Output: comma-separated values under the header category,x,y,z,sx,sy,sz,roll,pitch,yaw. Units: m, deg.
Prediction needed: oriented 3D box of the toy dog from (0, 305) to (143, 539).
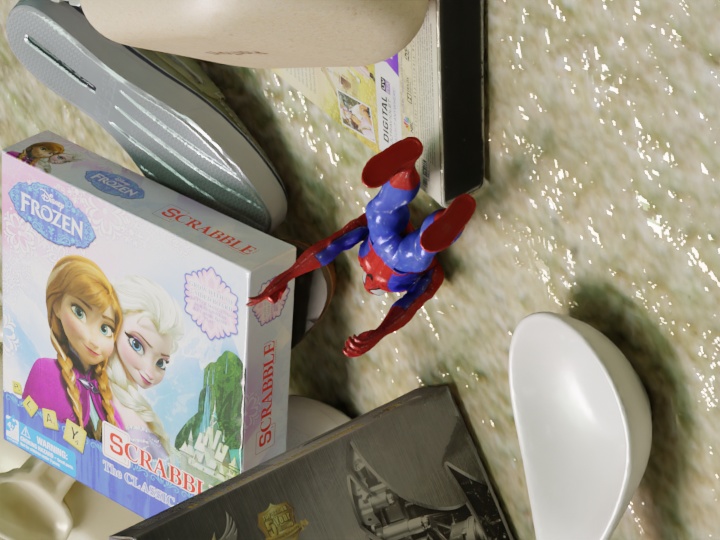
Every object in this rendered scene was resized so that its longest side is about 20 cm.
category,x,y,z,sx,sy,sz,roll,pitch,yaw
toy dog,-0.221,0.102,1.980,0.200,0.140,0.194,33,176,46

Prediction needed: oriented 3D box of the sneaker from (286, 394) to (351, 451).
category,x,y,z,sx,sy,sz,roll,pitch,yaw
sneaker,-0.009,0.156,1.656,0.201,0.080,0.071,53,154,26

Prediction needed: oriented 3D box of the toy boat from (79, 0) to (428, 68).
category,x,y,z,sx,sy,sz,roll,pitch,yaw
toy boat,-0.044,-0.166,1.352,0.200,0.130,0.132,5,87,59

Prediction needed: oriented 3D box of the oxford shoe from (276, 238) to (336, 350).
category,x,y,z,sx,sy,sz,roll,pitch,yaw
oxford shoe,-0.070,0.024,1.679,0.200,0.071,0.072,-29,87,49

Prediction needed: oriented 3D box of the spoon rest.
category,x,y,z,sx,sy,sz,roll,pitch,yaw
spoon rest,0.114,0.114,1.406,0.099,0.060,0.201,18,129,56

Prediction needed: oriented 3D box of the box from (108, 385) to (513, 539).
category,x,y,z,sx,sy,sz,roll,pitch,yaw
box,-0.013,0.173,1.539,0.048,0.199,0.159,-10,103,67

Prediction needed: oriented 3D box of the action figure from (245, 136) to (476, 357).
category,x,y,z,sx,sy,sz,roll,pitch,yaw
action figure,0.000,0.000,1.446,0.065,0.099,0.200,49,172,6

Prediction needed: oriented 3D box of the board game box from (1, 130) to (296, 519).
category,x,y,z,sx,sy,sz,roll,pitch,yaw
board game box,-0.126,0.045,1.663,0.199,0.041,0.201,24,125,34

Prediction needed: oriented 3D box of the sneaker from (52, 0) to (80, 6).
category,x,y,z,sx,sy,sz,roll,pitch,yaw
sneaker,-0.158,-0.203,1.637,0.200,0.076,0.081,25,122,51

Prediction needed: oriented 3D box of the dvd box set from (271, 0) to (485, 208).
category,x,y,z,sx,sy,sz,roll,pitch,yaw
dvd box set,-0.009,-0.140,1.446,0.200,0.029,0.147,39,144,41

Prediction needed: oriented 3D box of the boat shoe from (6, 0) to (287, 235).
category,x,y,z,sx,sy,sz,roll,pitch,yaw
boat shoe,-0.111,-0.100,1.639,0.200,0.062,0.072,41,142,8
